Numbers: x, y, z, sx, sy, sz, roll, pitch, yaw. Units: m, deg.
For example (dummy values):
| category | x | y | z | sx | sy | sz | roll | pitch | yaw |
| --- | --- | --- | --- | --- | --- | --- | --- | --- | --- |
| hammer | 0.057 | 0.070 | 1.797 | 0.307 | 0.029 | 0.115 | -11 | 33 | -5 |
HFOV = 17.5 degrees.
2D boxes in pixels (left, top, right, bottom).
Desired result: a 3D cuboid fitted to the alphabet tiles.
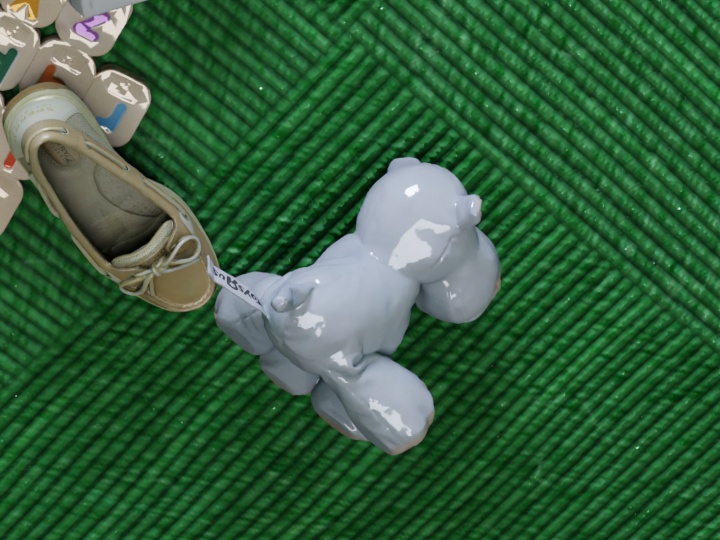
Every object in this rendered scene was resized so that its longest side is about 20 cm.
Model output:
| category | x | y | z | sx | sy | sz | roll | pitch | yaw |
| --- | --- | --- | --- | --- | --- | --- | --- | --- | --- |
| alphabet tiles | -0.239 | -0.121 | 1.483 | 0.199 | 0.015 | 0.196 | 27 | 111 | -17 |

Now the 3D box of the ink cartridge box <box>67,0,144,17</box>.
| category | x | y | z | sx | sy | sz | roll | pitch | yaw |
| --- | --- | --- | --- | --- | --- | --- | --- | --- | --- |
| ink cartridge box | -0.091 | -0.249 | 1.400 | 0.199 | 0.057 | 0.163 | -21 | 137 | -18 |

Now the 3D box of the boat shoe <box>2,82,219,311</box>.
| category | x | y | z | sx | sy | sz | roll | pitch | yaw |
| --- | --- | --- | --- | --- | --- | --- | --- | --- | --- |
| boat shoe | -0.154 | -0.034 | 1.492 | 0.073 | 0.063 | 0.201 | -32 | 127 | 4 |

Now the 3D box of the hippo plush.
| category | x | y | z | sx | sy | sz | roll | pitch | yaw |
| --- | --- | --- | --- | --- | --- | --- | --- | --- | --- |
| hippo plush | 0.000 | 0.000 | 1.517 | 0.161 | 0.159 | 0.200 | -50 | 130 | -14 |
